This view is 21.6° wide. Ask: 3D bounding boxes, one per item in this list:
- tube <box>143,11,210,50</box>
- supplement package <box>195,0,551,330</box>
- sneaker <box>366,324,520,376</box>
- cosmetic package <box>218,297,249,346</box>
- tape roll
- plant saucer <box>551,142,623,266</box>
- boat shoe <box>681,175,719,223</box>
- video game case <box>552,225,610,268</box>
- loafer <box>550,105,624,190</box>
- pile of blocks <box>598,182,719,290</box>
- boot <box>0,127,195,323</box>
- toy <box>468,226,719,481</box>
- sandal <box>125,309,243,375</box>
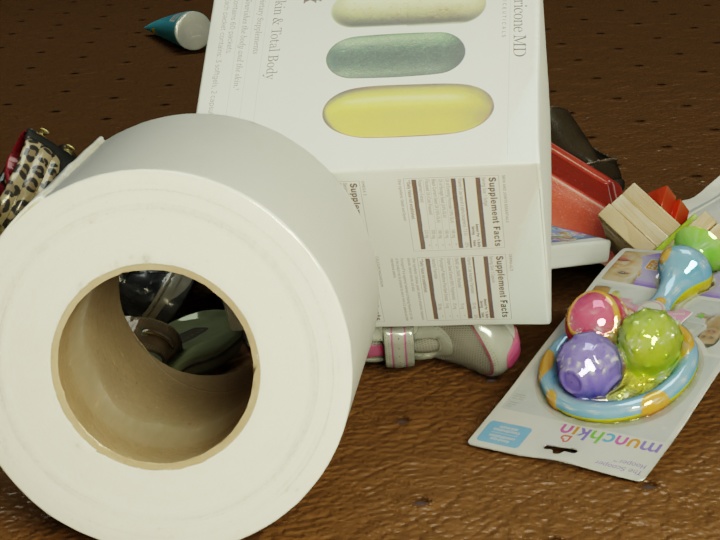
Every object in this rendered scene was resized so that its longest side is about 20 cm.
[{"bbox_3d":[-0.244,-0.331,2.566,0.077,0.051,0.200,-3,11,-14],"label":"tube"},{"bbox_3d":[0.014,-0.069,1.134,0.198,0.151,0.153,-1,52,8],"label":"supplement package"},{"bbox_3d":[0.005,0.033,1.205,0.199,0.082,0.089,18,58,22],"label":"sneaker"},{"bbox_3d":[0.000,0.000,1.355,0.198,0.052,0.151,-7,19,-13],"label":"cosmetic package"},{"bbox_3d":[-0.095,0.029,0.996,0.201,0.205,0.139,-1,17,7],"label":"tape roll"},{"bbox_3d":[0.125,-0.077,1.420,0.199,0.037,0.200,31,13,-2],"label":"plant saucer"},{"bbox_3d":[0.273,-0.028,1.380,0.068,0.073,0.199,30,23,24],"label":"boat shoe"},{"bbox_3d":[0.051,-0.029,1.292,0.199,0.018,0.143,16,14,40],"label":"video game case"},{"bbox_3d":[0.164,-0.107,1.653,0.072,0.072,0.200,-10,17,-22],"label":"loafer"},{"bbox_3d":[0.236,0.000,1.225,0.062,0.082,0.200,-42,39,-5],"label":"pile of blocks"},{"bbox_3d":[-0.178,-0.056,1.344,0.150,0.073,0.201,29,41,-14],"label":"boot"},{"bbox_3d":[0.155,0.035,1.101,0.114,0.048,0.200,8,37,36],"label":"toy"},{"bbox_3d":[-0.144,0.049,1.193,0.079,0.058,0.201,4,17,24],"label":"sandal"}]
